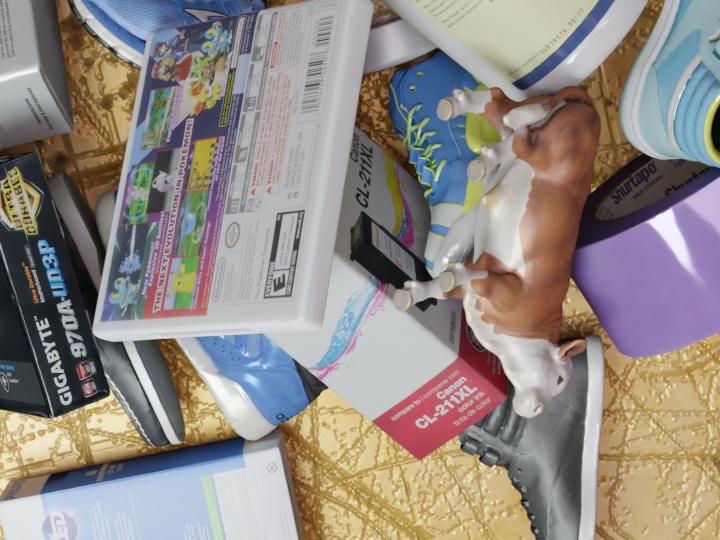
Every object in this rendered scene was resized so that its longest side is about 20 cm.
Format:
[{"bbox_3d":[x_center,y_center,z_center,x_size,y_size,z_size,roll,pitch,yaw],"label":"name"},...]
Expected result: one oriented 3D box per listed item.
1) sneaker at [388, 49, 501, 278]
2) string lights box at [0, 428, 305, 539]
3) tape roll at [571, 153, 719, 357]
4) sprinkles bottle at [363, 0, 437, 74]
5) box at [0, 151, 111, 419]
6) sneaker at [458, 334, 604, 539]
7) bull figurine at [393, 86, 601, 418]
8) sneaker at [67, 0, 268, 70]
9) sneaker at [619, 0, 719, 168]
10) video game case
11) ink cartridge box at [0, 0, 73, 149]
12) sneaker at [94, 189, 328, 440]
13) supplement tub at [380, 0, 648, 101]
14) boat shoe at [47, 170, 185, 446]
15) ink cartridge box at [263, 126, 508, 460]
[{"bbox_3d":[0.055,-0.073,1.339,0.104,0.201,0.076,15,139,14],"label":"sneaker"},{"bbox_3d":[-0.142,0.182,1.426,0.198,0.059,0.104,-11,100,2],"label":"string lights box"},{"bbox_3d":[0.226,-0.035,1.316,0.199,0.200,0.085,-33,98,6],"label":"tape roll"},{"bbox_3d":[-0.007,-0.232,1.346,0.068,0.068,0.201,-19,100,3],"label":"sprinkles bottle"},{"bbox_3d":[-0.240,0.008,1.329,0.046,0.199,0.160,-21,102,-29],"label":"box"},{"bbox_3d":[0.114,0.143,1.417,0.098,0.071,0.202,2,94,1],"label":"sneaker"},{"bbox_3d":[0.090,-0.015,1.235,0.121,0.065,0.202,7,94,-40],"label":"bull figurine"},{"bbox_3d":[-0.102,-0.159,1.363,0.199,0.079,0.090,24,92,-13],"label":"sneaker"},{"bbox_3d":[0.233,-0.149,1.205,0.079,0.131,0.201,14,100,-24],"label":"sneaker"},{"bbox_3d":[-0.078,-0.059,1.232,0.023,0.181,0.202,23,70,-45],"label":"video game case"},{"bbox_3d":[-0.297,-0.143,1.322,0.198,0.083,0.148,-13,63,3],"label":"ink cartridge box"},{"bbox_3d":[-0.084,0.009,1.383,0.111,0.077,0.201,-32,103,11],"label":"sneaker"},{"bbox_3d":[0.071,-0.211,1.263,0.200,0.145,0.145,37,98,-19],"label":"supplement tub"},{"bbox_3d":[-0.182,0.034,1.395,0.060,0.076,0.201,-25,88,4],"label":"boat shoe"},{"bbox_3d":[0.000,0.000,1.316,0.083,0.146,0.200,-36,118,28],"label":"ink cartridge box"}]
